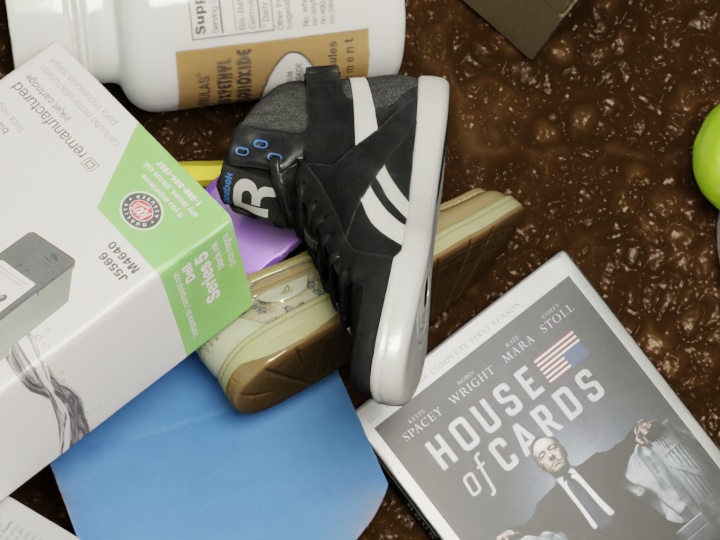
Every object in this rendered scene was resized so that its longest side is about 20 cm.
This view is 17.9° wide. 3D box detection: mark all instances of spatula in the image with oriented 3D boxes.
[{"bbox_3d":[-0.105,0.015,1.156,0.200,0.021,0.057,-41,82,-21],"label":"spatula"}]

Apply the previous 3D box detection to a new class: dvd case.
[{"bbox_3d":[0.109,0.112,1.192,0.150,0.025,0.200,-37,84,-12],"label":"dvd case"}]

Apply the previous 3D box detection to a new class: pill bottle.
[{"bbox_3d":[-0.083,-0.142,1.182,0.198,0.114,0.115,-7,78,-7],"label":"pill bottle"}]

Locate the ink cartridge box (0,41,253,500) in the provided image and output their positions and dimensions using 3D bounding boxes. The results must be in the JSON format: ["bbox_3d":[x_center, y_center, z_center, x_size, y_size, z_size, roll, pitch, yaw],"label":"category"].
[{"bbox_3d":[-0.174,0.010,1.086,0.200,0.084,0.145,-38,63,-17],"label":"ink cartridge box"}]

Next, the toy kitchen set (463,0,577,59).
[{"bbox_3d":[0.081,-0.257,1.191,0.200,0.180,0.163,40,75,1],"label":"toy kitchen set"}]

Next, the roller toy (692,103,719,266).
[{"bbox_3d":[0.288,-0.027,1.182,0.198,0.140,0.184,-13,80,-9],"label":"roller toy"}]

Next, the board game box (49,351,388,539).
[{"bbox_3d":[-0.084,0.084,1.165,0.157,0.039,0.201,-17,63,-18],"label":"board game box"}]

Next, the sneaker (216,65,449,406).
[{"bbox_3d":[-0.019,-0.017,1.102,0.111,0.073,0.201,4,46,5],"label":"sneaker"}]

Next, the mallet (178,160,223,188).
[{"bbox_3d":[-0.089,-0.040,1.202,0.198,0.041,0.066,-10,81,-3],"label":"mallet"}]

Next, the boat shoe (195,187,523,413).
[{"bbox_3d":[0.000,0.000,1.166,0.199,0.074,0.063,-28,65,-33],"label":"boat shoe"}]

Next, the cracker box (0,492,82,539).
[{"bbox_3d":[-0.182,0.177,1.070,0.199,0.058,0.134,21,71,45],"label":"cracker box"}]
